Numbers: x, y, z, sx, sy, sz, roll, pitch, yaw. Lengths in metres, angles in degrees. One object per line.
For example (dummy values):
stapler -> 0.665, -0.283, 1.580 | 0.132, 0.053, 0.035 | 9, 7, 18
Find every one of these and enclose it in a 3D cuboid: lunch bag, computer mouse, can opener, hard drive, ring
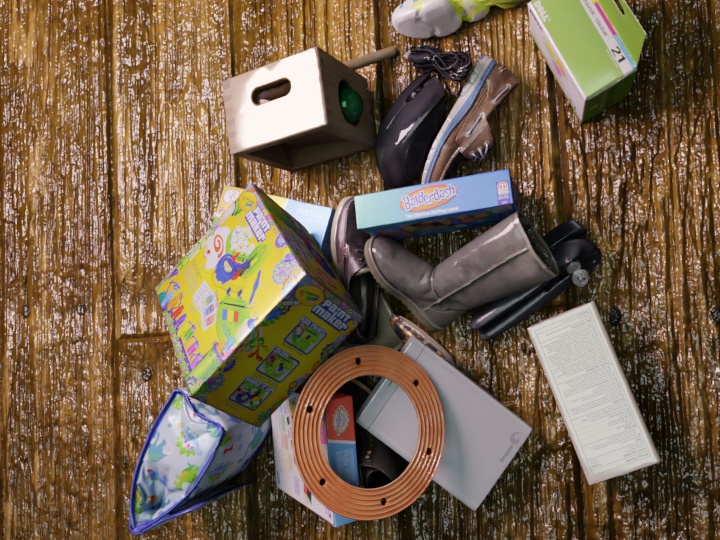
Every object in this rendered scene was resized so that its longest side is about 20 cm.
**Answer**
lunch bag -> -0.231, 0.274, 0.963 | 0.126, 0.169, 0.203 | 35, 97, 19
computer mouse -> 0.066, -0.216, 0.927 | 0.138, 0.052, 0.205 | 39, 110, 53
can opener -> 0.232, 0.025, 0.890 | 0.063, 0.079, 0.200 | 39, 106, -24
hard drive -> 0.108, 0.198, 0.869 | 0.198, 0.027, 0.133 | 37, 92, -6
ring -> 0.011, 0.195, 0.813 | 0.194, 0.019, 0.207 | 3, 81, -19

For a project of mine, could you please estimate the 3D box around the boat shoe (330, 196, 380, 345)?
boat shoe -> 0.000, 0.000, 0.914 | 0.064, 0.070, 0.207 | -3, 83, 53

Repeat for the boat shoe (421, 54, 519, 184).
boat shoe -> 0.149, -0.187, 0.913 | 0.071, 0.072, 0.204 | 28, 99, 9

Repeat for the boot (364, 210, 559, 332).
boot -> 0.125, -0.015, 0.854 | 0.181, 0.074, 0.198 | 40, 136, -20

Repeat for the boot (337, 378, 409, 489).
boot -> -0.002, 0.220, 0.895 | 0.199, 0.138, 0.078 | 40, 101, 8

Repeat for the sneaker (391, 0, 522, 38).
sneaker -> 0.134, -0.399, 0.935 | 0.194, 0.076, 0.108 | -12, 72, 10

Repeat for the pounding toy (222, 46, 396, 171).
pounding toy -> -0.060, -0.241, 0.939 | 0.195, 0.183, 0.147 | -11, 85, 25

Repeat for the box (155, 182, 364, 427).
box -> -0.131, 0.039, 0.829 | 0.193, 0.121, 0.201 | -45, 44, 9

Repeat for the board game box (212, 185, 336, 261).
board game box -> -0.135, -0.030, 0.980 | 0.195, 0.040, 0.157 | 13, 83, 27

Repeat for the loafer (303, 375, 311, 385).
loafer -> -0.137, 0.107, 0.978 | 0.197, 0.071, 0.065 | 17, 85, 40

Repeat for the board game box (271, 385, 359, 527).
board game box -> -0.067, 0.237, 0.907 | 0.198, 0.039, 0.158 | -3, 92, 62

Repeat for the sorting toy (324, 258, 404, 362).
sorting toy -> -0.053, 0.065, 0.984 | 0.183, 0.036, 0.204 | -32, 78, 14

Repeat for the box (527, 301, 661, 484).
box -> 0.291, 0.151, 0.846 | 0.093, 0.078, 0.205 | -22, 81, 16

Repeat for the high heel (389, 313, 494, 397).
high heel -> 0.080, 0.171, 0.915 | 0.200, 0.071, 0.143 | 43, 94, 6

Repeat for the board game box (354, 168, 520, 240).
board game box -> 0.106, -0.081, 0.879 | 0.194, 0.152, 0.046 | -9, 84, 16

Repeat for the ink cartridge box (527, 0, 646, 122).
ink cartridge box -> 0.267, -0.287, 0.811 | 0.075, 0.199, 0.151 | -29, 79, 14
